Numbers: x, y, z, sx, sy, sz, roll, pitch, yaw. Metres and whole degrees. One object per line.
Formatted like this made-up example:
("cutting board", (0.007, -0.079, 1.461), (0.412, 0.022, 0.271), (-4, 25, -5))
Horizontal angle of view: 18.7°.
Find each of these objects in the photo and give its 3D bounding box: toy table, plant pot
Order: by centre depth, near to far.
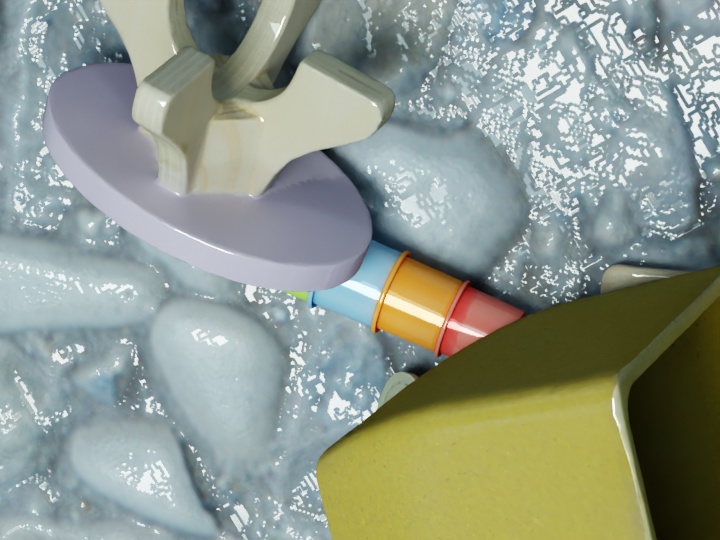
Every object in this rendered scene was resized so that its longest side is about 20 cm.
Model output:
("plant pot", (0.094, 0.124, 1.124), (0.199, 0.194, 0.196), (-6, 104, 29))
("toy table", (-0.073, -0.089, 1.182), (0.199, 0.184, 0.117), (22, 129, 3))

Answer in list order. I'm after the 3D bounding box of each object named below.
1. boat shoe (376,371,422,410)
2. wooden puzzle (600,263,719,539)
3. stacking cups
("boat shoe", (0.047, 0.157, 1.266), (0.060, 0.072, 0.202), (-5, 95, -25))
("wooden puzzle", (0.221, 0.097, 1.193), (0.199, 0.046, 0.186), (7, 109, 18))
("stacking cups", (0.000, 0.000, 1.237), (0.199, 0.061, 0.061), (20, 112, 10))
